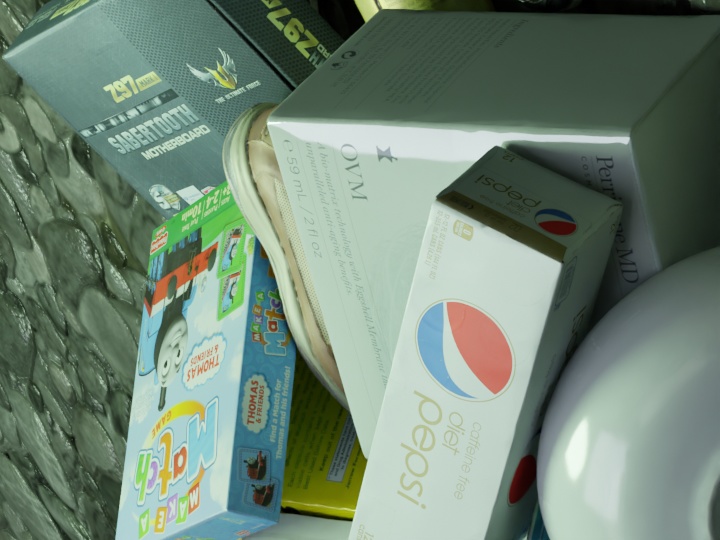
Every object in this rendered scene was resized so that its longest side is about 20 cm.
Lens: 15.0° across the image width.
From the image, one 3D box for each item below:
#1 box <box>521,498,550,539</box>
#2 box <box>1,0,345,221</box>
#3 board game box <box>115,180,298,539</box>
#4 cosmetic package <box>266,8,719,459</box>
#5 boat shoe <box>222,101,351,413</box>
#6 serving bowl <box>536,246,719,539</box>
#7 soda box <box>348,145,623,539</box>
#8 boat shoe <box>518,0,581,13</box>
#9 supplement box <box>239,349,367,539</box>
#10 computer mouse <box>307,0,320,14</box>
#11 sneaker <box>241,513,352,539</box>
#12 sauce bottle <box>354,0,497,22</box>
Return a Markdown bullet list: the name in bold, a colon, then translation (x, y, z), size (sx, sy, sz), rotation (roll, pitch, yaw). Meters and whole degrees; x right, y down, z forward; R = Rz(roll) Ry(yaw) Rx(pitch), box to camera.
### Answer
- **box**: translation (0.172, 0.152, 1.335), size (0.200, 0.049, 0.082), rotation (15, 167, -8)
- **box**: translation (-0.089, -0.104, 1.521), size (0.158, 0.051, 0.200), rotation (46, 147, -19)
- **board game box**: translation (-0.081, 0.053, 1.500), size (0.151, 0.037, 0.200), rotation (-30, 51, 57)
- **cosmetic package**: translation (0.087, -0.011, 1.313), size (0.200, 0.123, 0.200), rotation (3, 123, 32)
- **boat shoe**: translation (0.000, 0.000, 1.432), size (0.072, 0.076, 0.200), rotation (-15, 110, 46)
- **serving bowl**: translation (0.183, 0.089, 1.223), size (0.066, 0.200, 0.200), rotation (-125, 16, -63)
- **soda box**: translation (0.054, 0.049, 1.234), size (0.068, 0.064, 0.200), rotation (27, 126, 19)
- **boat shoe**: translation (0.032, -0.200, 1.334), size (0.200, 0.066, 0.074), rotation (57, 152, 2)
- **supplement box**: translation (-0.010, 0.104, 1.572), size (0.200, 0.110, 0.109), rotation (5, 155, 35)
- **computer mouse**: translation (-0.035, -0.176, 1.507), size (0.140, 0.046, 0.200), rotation (20, 131, 43)
- **sneaker**: translation (0.011, 0.183, 1.481), size (0.200, 0.082, 0.074), rotation (-2, 152, 41)
- **sauce bottle**: translation (0.021, -0.161, 1.398), size (0.066, 0.066, 0.200), rotation (-11, 107, 62)
